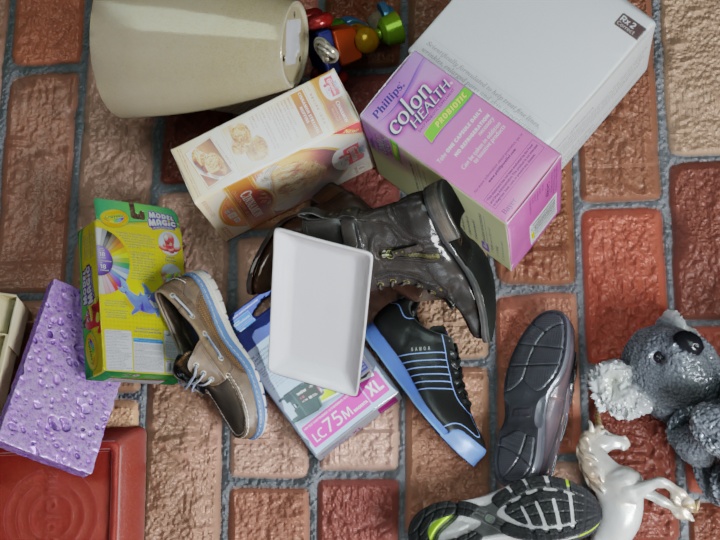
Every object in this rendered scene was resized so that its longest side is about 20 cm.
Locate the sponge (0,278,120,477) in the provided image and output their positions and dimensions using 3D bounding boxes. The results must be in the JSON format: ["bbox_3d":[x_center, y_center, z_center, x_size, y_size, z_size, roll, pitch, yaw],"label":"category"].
[{"bbox_3d":[-0.321,0.117,1.488,0.111,0.030,0.201,25,61,-20],"label":"sponge"}]

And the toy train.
[{"bbox_3d":[0.000,-0.260,1.522,0.115,0.200,0.085,-18,107,-6],"label":"toy train"}]

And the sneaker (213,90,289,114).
[{"bbox_3d":[-0.166,-0.234,1.592,0.198,0.074,0.083,7,80,10],"label":"sneaker"}]

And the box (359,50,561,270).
[{"bbox_3d":[0.113,-0.116,1.466,0.200,0.176,0.097,37,82,16],"label":"box"}]

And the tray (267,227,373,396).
[{"bbox_3d":[-0.042,0.042,1.416,0.107,0.201,0.022,15,40,11],"label":"tray"}]

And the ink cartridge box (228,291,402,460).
[{"bbox_3d":[-0.059,0.097,1.503,0.119,0.042,0.200,-37,71,-4],"label":"ink cartridge box"}]

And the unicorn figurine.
[{"bbox_3d":[0.278,0.245,1.391,0.137,0.074,0.201,13,82,22],"label":"unicorn figurine"}]

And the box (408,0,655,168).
[{"bbox_3d":[0.192,-0.238,1.513,0.199,0.131,0.200,40,83,17],"label":"box"}]

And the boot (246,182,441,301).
[{"bbox_3d":[0.000,0.000,1.476,0.199,0.064,0.187,30,60,22],"label":"boot"}]

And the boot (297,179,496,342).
[{"bbox_3d":[0.040,0.002,1.409,0.173,0.069,0.201,-17,108,21],"label":"boot"}]

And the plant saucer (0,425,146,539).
[{"bbox_3d":[-0.340,0.273,1.493,0.198,0.037,0.201,-3,74,8],"label":"plant saucer"}]

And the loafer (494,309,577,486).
[{"bbox_3d":[0.194,0.144,1.451,0.072,0.063,0.201,1,67,40],"label":"loafer"}]

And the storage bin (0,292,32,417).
[{"bbox_3d":[-0.480,0.124,1.504,0.197,0.094,0.201,2,63,10],"label":"storage bin"}]

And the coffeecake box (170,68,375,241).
[{"bbox_3d":[-0.093,-0.126,1.509,0.199,0.154,0.073,-27,74,0],"label":"coffeecake box"}]

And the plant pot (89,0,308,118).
[{"bbox_3d":[-0.164,-0.253,1.468,0.199,0.187,0.189,7,75,16],"label":"plant pot"}]

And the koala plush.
[{"bbox_3d":[0.347,0.129,1.383,0.200,0.184,0.177,35,58,30],"label":"koala plush"}]

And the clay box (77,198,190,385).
[{"bbox_3d":[-0.255,0.024,1.513,0.047,0.114,0.201,-27,64,46],"label":"clay box"}]

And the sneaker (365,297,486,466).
[{"bbox_3d":[0.084,0.115,1.461,0.078,0.070,0.200,-38,73,1],"label":"sneaker"}]

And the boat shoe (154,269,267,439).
[{"bbox_3d":[-0.171,0.100,1.482,0.072,0.072,0.201,-17,74,-39],"label":"boat shoe"}]

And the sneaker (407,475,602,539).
[{"bbox_3d":[0.153,0.266,1.398,0.199,0.081,0.074,-11,60,13],"label":"sneaker"}]
